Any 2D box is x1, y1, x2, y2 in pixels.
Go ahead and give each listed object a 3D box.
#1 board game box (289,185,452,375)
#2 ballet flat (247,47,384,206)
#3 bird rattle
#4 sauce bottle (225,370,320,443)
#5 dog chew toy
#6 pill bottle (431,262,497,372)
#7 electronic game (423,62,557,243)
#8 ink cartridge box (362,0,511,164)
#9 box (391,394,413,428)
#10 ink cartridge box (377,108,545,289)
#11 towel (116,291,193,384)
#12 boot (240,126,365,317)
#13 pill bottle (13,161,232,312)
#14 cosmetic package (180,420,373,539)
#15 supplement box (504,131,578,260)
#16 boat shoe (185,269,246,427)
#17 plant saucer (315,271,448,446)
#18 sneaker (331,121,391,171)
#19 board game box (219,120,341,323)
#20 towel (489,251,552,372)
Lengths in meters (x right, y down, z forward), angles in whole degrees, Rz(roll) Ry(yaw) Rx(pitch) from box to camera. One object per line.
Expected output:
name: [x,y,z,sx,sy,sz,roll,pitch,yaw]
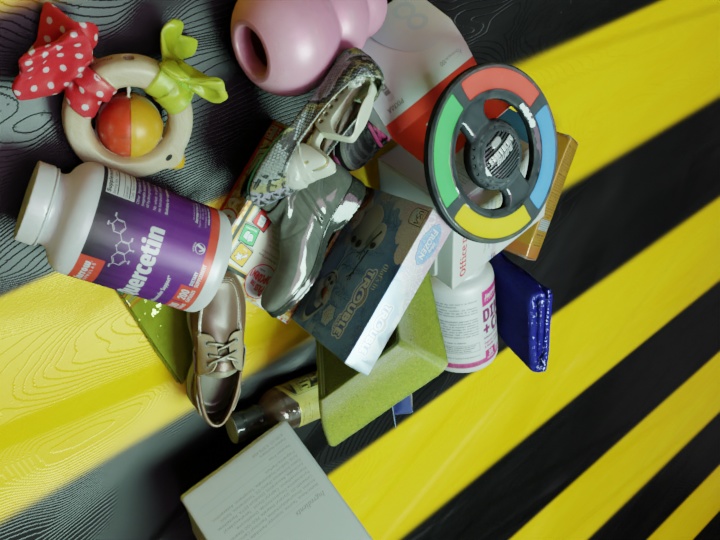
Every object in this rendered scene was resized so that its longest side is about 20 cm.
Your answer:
board game box: [0.000,0.000,0.880,0.043,0.198,0.203,32,87,-33]
ballet flat: [-0.042,-0.141,0.744,0.202,0.072,0.072,-54,132,0]
bird rattle: [-0.232,-0.162,0.693,0.196,0.113,0.166,-14,133,-31]
sauce bottle: [-0.091,0.185,0.978,0.197,0.064,0.066,-17,119,-35]
dog chew toy: [-0.047,-0.277,0.783,0.199,0.123,0.127,-36,129,-32]
pill bottle: [0.152,0.044,1.085,0.112,0.113,0.204,-27,124,-27]
electronic game: [0.154,-0.133,0.812,0.195,0.041,0.206,-5,100,-30]
ink cartridge box: [0.071,-0.233,0.845,0.159,0.200,0.048,-40,157,-18]
box: [0.050,0.109,0.986,0.031,0.202,0.124,-6,121,4]
ink cartridge box: [0.142,-0.112,0.966,0.198,0.145,0.149,-35,142,-25]
towel: [-0.226,0.040,0.836,0.085,0.018,0.203,-37,128,-21]
boot: [-0.092,-0.060,0.822,0.130,0.067,0.203,33,87,-30]
pill bottle: [-0.237,-0.036,0.716,0.196,0.112,0.115,20,97,-30]
cosmetic package: [-0.105,0.344,0.909,0.165,0.200,0.169,-32,155,-24]
supplement box: [0.286,-0.124,1.147,0.068,0.066,0.205,2,110,-58]
boat shoe: [-0.165,0.095,0.834,0.074,0.072,0.205,-7,121,-24]
plant saucer: [0.007,0.083,0.885,0.047,0.203,0.199,33,122,-32]
sneaker: [0.044,-0.203,0.905,0.200,0.087,0.074,-47,131,-13]
board game box: [-0.099,-0.056,0.878,0.151,0.046,0.203,34,86,-43]
towel: [0.234,0.046,1.098,0.048,0.201,0.151,-17,122,-11]
